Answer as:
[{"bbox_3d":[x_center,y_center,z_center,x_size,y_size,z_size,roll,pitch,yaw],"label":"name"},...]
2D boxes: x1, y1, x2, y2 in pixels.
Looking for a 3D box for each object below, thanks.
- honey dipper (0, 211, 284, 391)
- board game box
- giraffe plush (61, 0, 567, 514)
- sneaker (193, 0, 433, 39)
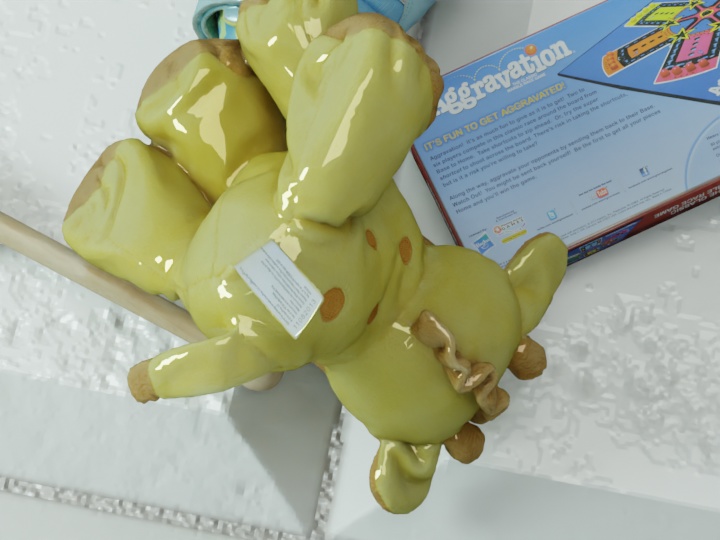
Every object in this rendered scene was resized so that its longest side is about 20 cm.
[{"bbox_3d":[-0.121,0.000,1.106,0.199,0.038,0.038,28,68,5],"label":"honey dipper"},{"bbox_3d":[0.123,-0.072,1.132,0.199,0.019,0.103,-24,66,-2],"label":"board game box"},{"bbox_3d":[0.000,0.000,1.045,0.172,0.162,0.201,-39,40,18],"label":"giraffe plush"},{"bbox_3d":[-0.057,-0.154,1.141,0.199,0.080,0.131,30,67,11],"label":"sneaker"}]
